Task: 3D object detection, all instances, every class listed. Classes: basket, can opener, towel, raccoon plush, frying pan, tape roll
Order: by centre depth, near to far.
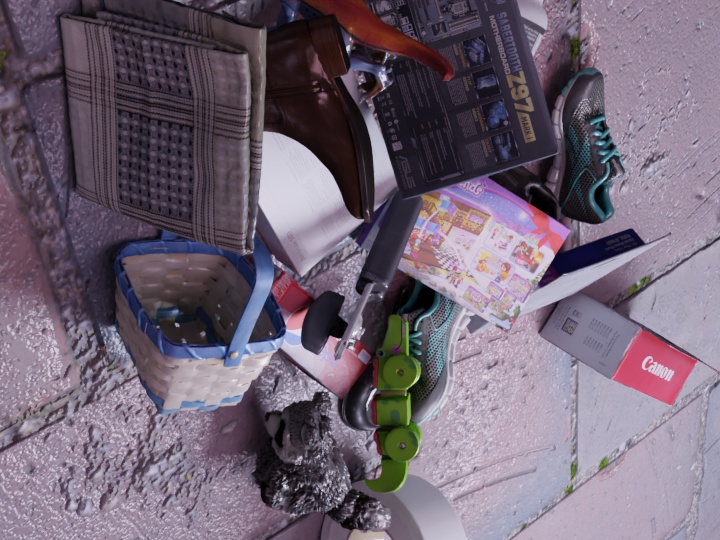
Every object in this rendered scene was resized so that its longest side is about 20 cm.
[{"bbox_3d":[-0.162,-0.124,0.913,0.035,0.192,0.200,-32,135,-51],"label":"towel"},{"bbox_3d":[-0.146,0.015,1.027,0.139,0.176,0.200,-7,135,-30],"label":"basket"},{"bbox_3d":[0.000,0.000,1.152,0.053,0.067,0.200,114,0,-64],"label":"can opener"},{"bbox_3d":[-0.024,0.208,1.261,0.200,0.097,0.134,19,133,-26],"label":"raccoon plush"},{"bbox_3d":[0.045,0.117,1.373,0.115,0.031,0.190,23,100,-50],"label":"frying pan"},{"bbox_3d":[0.039,0.353,1.383,0.071,0.202,0.203,-3,117,-42],"label":"tape roll"}]

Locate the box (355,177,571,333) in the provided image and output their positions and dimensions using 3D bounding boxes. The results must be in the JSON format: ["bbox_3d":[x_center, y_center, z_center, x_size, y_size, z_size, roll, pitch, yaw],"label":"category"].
[{"bbox_3d":[0.114,-0.038,1.252,0.200,0.039,0.137,30,93,-14],"label":"box"}]

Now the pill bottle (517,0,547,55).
[{"bbox_3d":[0.121,-0.233,1.155,0.116,0.116,0.200,13,106,-46],"label":"pill bottle"}]

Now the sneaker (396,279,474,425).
[{"bbox_3d":[0.069,0.079,1.318,0.091,0.078,0.200,32,69,-41],"label":"sneaker"}]

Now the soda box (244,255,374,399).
[{"bbox_3d":[-0.069,0.058,1.194,0.063,0.070,0.200,-52,139,-8],"label":"soda box"}]

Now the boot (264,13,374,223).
[{"bbox_3d":[-0.096,-0.112,0.974,0.200,0.064,0.187,-12,100,9],"label":"boot"}]

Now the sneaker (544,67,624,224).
[{"bbox_3d":[0.281,-0.145,1.366,0.078,0.091,0.200,-28,131,-38],"label":"sneaker"}]

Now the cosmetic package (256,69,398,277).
[{"bbox_3d":[-0.054,-0.112,1.118,0.151,0.052,0.200,-44,137,-17],"label":"cosmetic package"}]

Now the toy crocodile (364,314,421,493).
[{"bbox_3d":[0.036,0.148,1.254,0.068,0.062,0.200,-21,110,-84],"label":"toy crocodile"}]

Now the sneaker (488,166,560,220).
[{"bbox_3d":[0.203,-0.057,1.360,0.066,0.090,0.200,-43,137,-13],"label":"sneaker"}]

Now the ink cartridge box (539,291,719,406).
[{"bbox_3d":[0.378,0.117,1.568,0.200,0.176,0.084,24,97,-47],"label":"ink cartridge box"}]

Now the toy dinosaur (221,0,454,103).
[{"bbox_3d":[-0.027,-0.245,0.985,0.182,0.200,0.105,48,55,-35],"label":"toy dinosaur"}]

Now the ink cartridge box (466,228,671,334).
[{"bbox_3d":[0.250,0.002,1.395,0.196,0.043,0.200,-18,166,-35],"label":"ink cartridge box"}]

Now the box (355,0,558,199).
[{"bbox_3d":[0.088,-0.184,1.082,0.158,0.051,0.200,-17,97,10],"label":"box"}]
